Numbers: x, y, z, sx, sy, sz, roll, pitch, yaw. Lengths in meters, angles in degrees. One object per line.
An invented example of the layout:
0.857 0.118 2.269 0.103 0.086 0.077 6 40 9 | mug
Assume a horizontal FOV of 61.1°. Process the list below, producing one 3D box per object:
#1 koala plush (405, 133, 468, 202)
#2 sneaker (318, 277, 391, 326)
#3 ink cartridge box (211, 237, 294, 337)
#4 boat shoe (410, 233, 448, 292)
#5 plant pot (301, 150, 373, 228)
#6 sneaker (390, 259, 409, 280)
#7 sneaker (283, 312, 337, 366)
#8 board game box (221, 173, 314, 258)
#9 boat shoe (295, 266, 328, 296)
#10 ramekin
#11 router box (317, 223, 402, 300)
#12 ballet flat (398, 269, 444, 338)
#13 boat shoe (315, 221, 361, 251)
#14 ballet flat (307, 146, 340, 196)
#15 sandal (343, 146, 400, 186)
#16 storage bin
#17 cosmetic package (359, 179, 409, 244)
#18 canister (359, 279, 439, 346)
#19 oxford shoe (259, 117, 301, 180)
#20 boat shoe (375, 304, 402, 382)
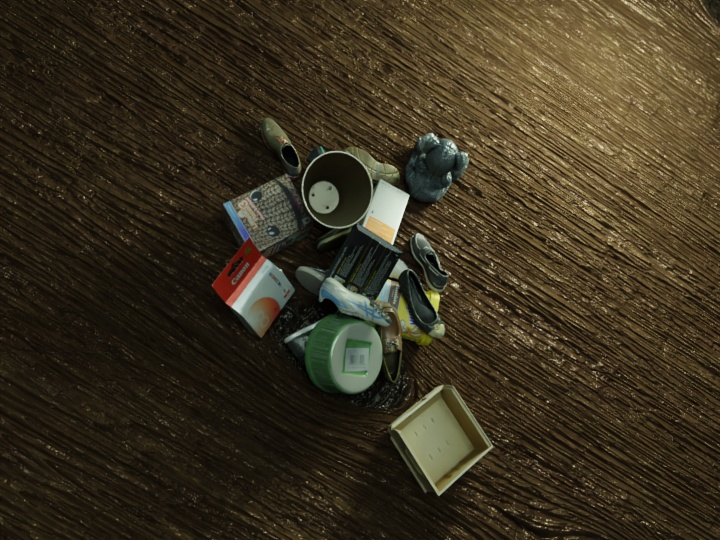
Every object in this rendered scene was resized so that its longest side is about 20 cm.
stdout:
0.227 -0.311 1.784 0.175 0.200 0.186 33 67 -4 | koala plush
-0.014 0.091 1.525 0.197 0.072 0.074 28 99 4 | sneaker
-0.264 0.044 1.540 0.049 0.202 0.164 15 59 36 | ink cartridge box
0.201 -0.037 1.735 0.071 0.063 0.203 0 52 -26 | boat shoe
-0.079 -0.204 1.611 0.182 0.200 0.193 -1 92 -14 | plant pot
0.054 -0.011 1.715 0.197 0.075 0.088 30 75 4 | sneaker
-0.095 0.181 1.604 0.197 0.071 0.101 -26 85 -18 | sneaker
-0.249 -0.136 1.641 0.197 0.097 0.161 -30 83 -23 | board game box
-0.077 0.025 1.664 0.197 0.075 0.094 29 50 -5 | boat shoe
-0.035 0.215 1.546 0.196 0.097 0.206 -1 92 -39 | ramekin
0.000 0.000 1.581 0.147 0.051 0.203 31 93 0 | router box
0.160 0.090 1.617 0.066 0.057 0.203 -28 80 -19 | ballet flat
-0.049 -0.117 1.714 0.198 0.072 0.067 -27 76 -28 | boat shoe
-0.090 -0.257 1.751 0.072 0.073 0.203 -32 90 -23 | ballet flat
0.027 -0.296 1.805 0.196 0.054 0.083 18 73 -26 | sandal
0.203 0.436 1.592 0.198 0.094 0.201 -32 84 -23 | storage bin
0.057 -0.141 1.689 0.100 0.071 0.203 25 55 -8 | cosmetic package
0.106 0.108 1.675 0.195 0.087 0.152 16 69 -9 | canister
-0.221 -0.359 1.734 0.070 0.075 0.202 -30 83 -22 | oxford shoe
0.082 0.193 1.592 0.070 0.068 0.205 -10 111 -8 | boat shoe
